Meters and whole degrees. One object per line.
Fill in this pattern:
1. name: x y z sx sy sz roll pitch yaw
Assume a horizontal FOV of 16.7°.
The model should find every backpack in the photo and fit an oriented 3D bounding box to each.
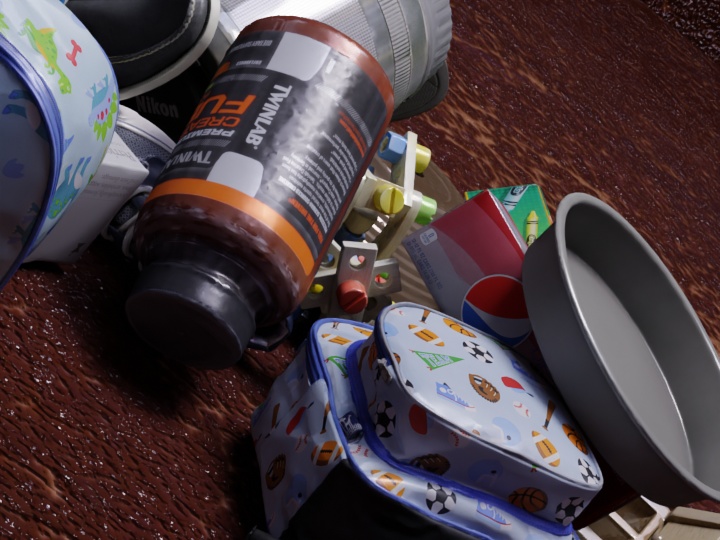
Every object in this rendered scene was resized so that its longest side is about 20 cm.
1. backpack: -0.229 -0.071 1.136 0.200 0.183 0.147 36 26 -4
2. backpack: 0.028 0.105 1.346 0.200 0.154 0.191 31 13 -29

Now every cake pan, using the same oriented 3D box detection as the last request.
1. cake pan: 0.157 0.051 1.408 0.200 0.037 0.201 45 27 -30

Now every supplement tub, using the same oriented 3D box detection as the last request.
1. supplement tub: -0.061 -0.042 1.396 0.107 0.107 0.200 36 56 -17

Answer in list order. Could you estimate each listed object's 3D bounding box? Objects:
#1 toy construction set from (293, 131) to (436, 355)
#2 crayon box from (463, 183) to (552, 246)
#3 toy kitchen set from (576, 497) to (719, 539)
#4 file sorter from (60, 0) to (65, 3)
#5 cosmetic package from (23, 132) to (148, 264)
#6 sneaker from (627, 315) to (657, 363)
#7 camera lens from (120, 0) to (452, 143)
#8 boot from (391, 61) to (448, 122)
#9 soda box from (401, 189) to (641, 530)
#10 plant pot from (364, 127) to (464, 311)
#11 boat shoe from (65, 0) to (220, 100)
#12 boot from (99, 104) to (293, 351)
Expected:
1. toy construction set: 0.000 0.000 1.542 0.092 0.131 0.200 28 22 -8
2. crayon box: 0.113 0.040 1.700 0.058 0.119 0.200 -6 31 -3
3. toy kitchen set: 0.177 0.157 1.490 0.180 0.200 0.163 44 47 5
4. file sorter: -0.241 -0.238 1.268 0.200 0.123 0.139 25 -1 -42
5. cosmetic package: -0.225 -0.100 1.378 0.200 0.081 0.113 48 19 21
6. sneaker: 0.098 0.056 1.544 0.078 0.199 0.100 -65 149 -66
7. camera lens: -0.059 -0.149 1.617 0.200 0.160 0.160 -32 71 -31
8. boot: -0.034 -0.152 1.811 0.151 0.199 0.073 -78 163 -76
9. soda box: 0.103 0.054 1.463 0.200 0.063 0.070 60 6 10
10. plant pot: 0.009 -0.039 1.726 0.201 0.093 0.201 39 17 -14
11. boat shoe: -0.174 -0.141 1.450 0.068 0.199 0.072 27 64 -55
12. boot: -0.120 -0.028 1.454 0.200 0.073 0.090 28 26 -27
